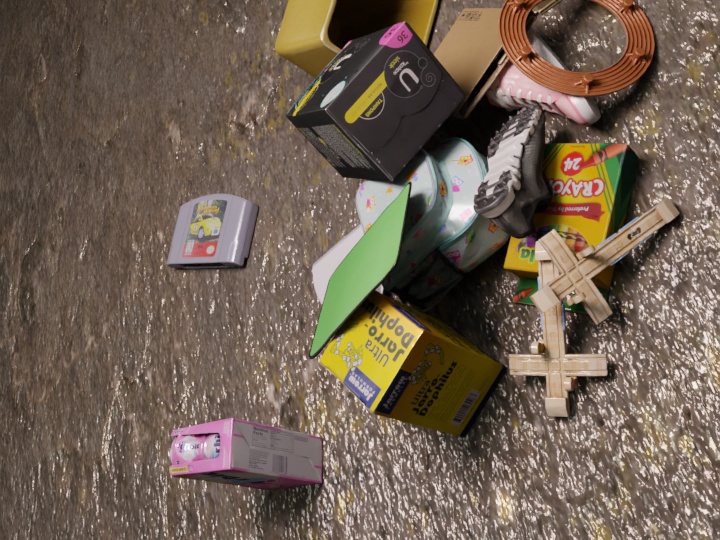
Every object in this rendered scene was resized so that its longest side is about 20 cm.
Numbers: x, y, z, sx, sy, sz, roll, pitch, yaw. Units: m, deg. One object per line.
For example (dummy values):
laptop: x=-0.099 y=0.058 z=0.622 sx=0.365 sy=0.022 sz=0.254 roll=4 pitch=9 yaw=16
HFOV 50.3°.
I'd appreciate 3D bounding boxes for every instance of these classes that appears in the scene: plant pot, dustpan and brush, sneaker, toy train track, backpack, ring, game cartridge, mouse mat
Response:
plant pot: x=-0.026 y=-0.387 z=1.218 sx=0.199 sy=0.193 sz=0.198 roll=4 pitch=75 yaw=49
dustpan and brush: x=-0.004 y=0.051 z=1.119 sx=0.139 sy=0.057 sz=0.202 roll=-38 pitch=46 yaw=36
sneaker: x=0.231 y=-0.234 z=1.016 sx=0.105 sy=0.075 sz=0.201 roll=-43 pitch=48 yaw=21
toy train track: x=0.278 y=-0.019 z=0.859 sx=0.199 sy=0.033 sz=0.115 roll=-34 pitch=85 yaw=-8
sneaker: x=0.197 y=-0.116 z=0.934 sx=0.066 sy=0.090 sz=0.201 roll=-22 pitch=34 yaw=45
backpack: x=0.098 y=-0.075 z=1.008 sx=0.199 sy=0.153 sz=0.177 roll=-33 pitch=44 yaw=22
ring: x=0.272 y=-0.302 z=0.962 sx=0.197 sy=0.019 sz=0.203 roll=1 pitch=64 yaw=-2
game cartridge: x=-0.271 y=-0.071 z=1.393 sx=0.198 sy=0.041 sz=0.135 roll=-2 pitch=68 yaw=39
toy train track: x=0.219 y=0.067 z=0.883 sx=0.113 sy=0.032 sz=0.203 roll=-4 pitch=89 yaw=30
mouse mat: x=0.000 y=0.000 z=0.917 sx=0.200 sy=0.007 sz=0.162 roll=-48 pitch=19 yaw=38

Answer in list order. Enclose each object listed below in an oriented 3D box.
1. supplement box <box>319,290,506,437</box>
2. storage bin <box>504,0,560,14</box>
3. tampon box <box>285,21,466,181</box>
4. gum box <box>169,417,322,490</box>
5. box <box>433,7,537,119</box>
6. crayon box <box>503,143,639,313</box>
supplement box: x=0.068 y=0.114 z=0.927 sx=0.109 sy=0.199 sz=0.110 roll=36 pitch=97 yaw=41
storage bin: x=0.243 y=-0.463 z=1.010 sx=0.197 sy=0.199 sz=0.095 roll=-32 pitch=57 yaw=26
tampon box: x=0.012 y=-0.217 z=1.013 sx=0.150 sy=0.126 sz=0.200 roll=-49 pitch=21 yaw=-8
gum box: x=-0.156 y=0.256 z=1.055 sx=0.112 sy=0.199 sz=0.067 roll=-16 pitch=63 yaw=32
box: x=0.149 y=-0.298 z=1.087 sx=0.164 sy=0.021 sz=0.200 roll=-56 pitch=25 yaw=5
crayon box: x=0.254 y=-0.054 z=0.939 sx=0.126 sy=0.051 sz=0.203 roll=7 pitch=78 yaw=40
